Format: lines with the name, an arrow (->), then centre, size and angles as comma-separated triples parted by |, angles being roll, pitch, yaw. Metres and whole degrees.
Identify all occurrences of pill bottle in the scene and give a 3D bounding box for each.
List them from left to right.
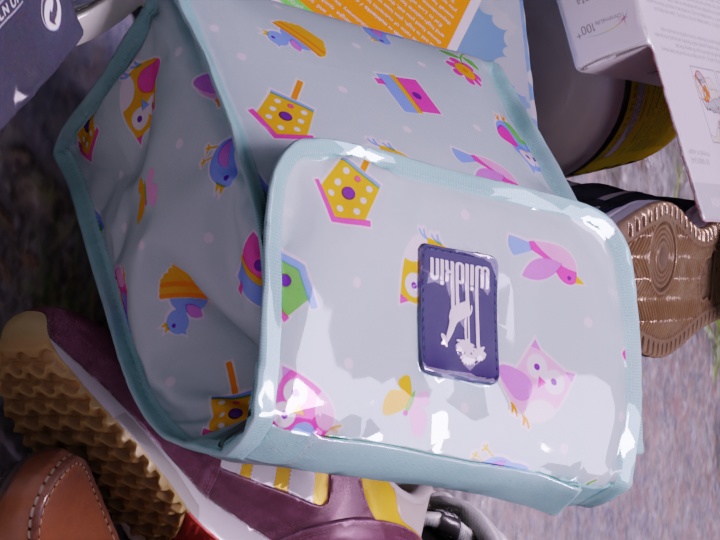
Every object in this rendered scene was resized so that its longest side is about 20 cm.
pill bottle -> 0.116, -0.107, 1.279 | 0.200, 0.112, 0.113 | -14, 103, -62

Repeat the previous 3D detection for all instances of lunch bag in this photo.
lunch bag -> 0.000, 0.000, 0.873 | 0.170, 0.122, 0.200 | 12, 35, -34

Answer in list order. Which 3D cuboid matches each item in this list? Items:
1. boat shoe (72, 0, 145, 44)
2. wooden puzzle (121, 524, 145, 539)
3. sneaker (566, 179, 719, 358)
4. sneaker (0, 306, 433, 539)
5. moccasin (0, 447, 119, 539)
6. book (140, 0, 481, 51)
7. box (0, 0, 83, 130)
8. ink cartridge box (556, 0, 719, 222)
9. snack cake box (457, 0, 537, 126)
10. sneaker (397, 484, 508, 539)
boat shoe -> -0.086, -0.158, 0.921 | 0.200, 0.075, 0.062 | -49, 144, -41
wooden puzzle -> -0.041, 0.062, 1.040 | 0.185, 0.046, 0.200 | -63, 144, -42
sneaker -> 0.105, -0.005, 1.124 | 0.200, 0.108, 0.070 | -10, 105, -64
sneaker -> -0.053, 0.062, 0.926 | 0.200, 0.075, 0.090 | 46, 60, -30
moccasin -> -0.091, 0.158, 0.903 | 0.074, 0.078, 0.202 | -39, 125, -55
book -> -0.009, -0.146, 1.049 | 0.134, 0.048, 0.200 | 42, 46, -15
box -> -0.197, -0.107, 0.551 | 0.123, 0.200, 0.199 | -58, 140, -46
ink cartridge box -> 0.158, -0.100, 1.180 | 0.200, 0.044, 0.174 | 0, 75, -63
snack cake box -> 0.046, -0.017, 1.087 | 0.115, 0.067, 0.200 | 92, -4, -47
sneaker -> 0.034, 0.124, 1.038 | 0.081, 0.075, 0.200 | 66, -8, -21
